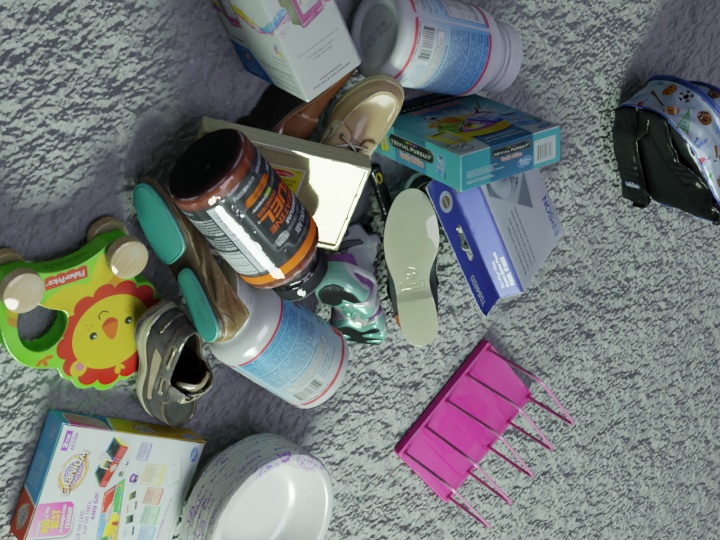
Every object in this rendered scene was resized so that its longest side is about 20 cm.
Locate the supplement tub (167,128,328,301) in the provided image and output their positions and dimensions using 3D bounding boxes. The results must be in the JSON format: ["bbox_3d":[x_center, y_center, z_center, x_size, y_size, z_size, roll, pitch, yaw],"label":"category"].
[{"bbox_3d":[-0.115,-0.054,1.582,0.107,0.107,0.200,-48,128,-10],"label":"supplement tub"}]

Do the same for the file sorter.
[{"bbox_3d":[0.177,0.231,1.989,0.200,0.125,0.139,-50,130,-9],"label":"file sorter"}]

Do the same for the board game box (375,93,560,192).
[{"bbox_3d":[0.118,-0.161,1.732,0.150,0.199,0.048,-18,119,-30],"label":"board game box"}]

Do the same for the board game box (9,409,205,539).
[{"bbox_3d":[-0.294,0.252,1.701,0.198,0.040,0.155,15,99,-40],"label":"board game box"}]

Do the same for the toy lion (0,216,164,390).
[{"bbox_3d":[-0.308,0.051,1.600,0.198,0.069,0.194,-19,127,-31],"label":"toy lion"}]

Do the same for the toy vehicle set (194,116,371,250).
[{"bbox_3d":[-0.099,-0.095,1.637,0.198,0.027,0.125,12,128,-18],"label":"toy vehicle set"}]

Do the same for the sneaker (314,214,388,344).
[{"bbox_3d":[0.000,0.000,1.798,0.201,0.077,0.142,73,24,-63],"label":"sneaker"}]

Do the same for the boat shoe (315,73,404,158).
[{"bbox_3d":[-0.016,-0.139,1.672,0.071,0.065,0.200,26,123,-24],"label":"boat shoe"}]

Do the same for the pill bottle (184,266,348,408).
[{"bbox_3d":[-0.112,0.077,1.721,0.200,0.108,0.109,37,86,-40],"label":"pill bottle"}]

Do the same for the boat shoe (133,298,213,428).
[{"bbox_3d":[-0.211,0.122,1.656,0.074,0.073,0.201,-40,149,-27],"label":"boat shoe"}]

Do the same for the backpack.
[{"bbox_3d":[0.445,-0.176,1.987,0.154,0.199,0.191,-49,123,-16],"label":"backpack"}]

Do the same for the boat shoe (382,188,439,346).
[{"bbox_3d":[0.066,-0.008,1.806,0.070,0.063,0.203,-6,107,2],"label":"boat shoe"}]

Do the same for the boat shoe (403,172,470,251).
[{"bbox_3d":[0.134,-0.064,1.875,0.199,0.060,0.074,35,86,-40],"label":"boat shoe"}]

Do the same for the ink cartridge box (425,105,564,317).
[{"bbox_3d":[0.177,-0.077,1.841,0.200,0.040,0.201,-50,123,-43],"label":"ink cartridge box"}]

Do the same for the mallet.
[{"bbox_3d":[0.053,-0.048,1.841,0.065,0.041,0.202,-25,118,-25],"label":"mallet"}]

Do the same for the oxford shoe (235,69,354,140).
[{"bbox_3d":[-0.076,-0.177,1.672,0.200,0.071,0.071,-43,132,-1],"label":"oxford shoe"}]

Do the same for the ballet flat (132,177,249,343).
[{"bbox_3d":[-0.181,-0.018,1.606,0.072,0.068,0.201,-25,84,-43],"label":"ballet flat"}]

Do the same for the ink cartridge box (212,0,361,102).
[{"bbox_3d":[-0.099,-0.299,1.549,0.084,0.144,0.201,-37,127,-17],"label":"ink cartridge box"}]

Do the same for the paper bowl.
[{"bbox_3d":[-0.137,0.296,1.785,0.199,0.104,0.203,-23,126,-36],"label":"paper bowl"}]

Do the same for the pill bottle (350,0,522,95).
[{"bbox_3d":[0.094,-0.267,1.721,0.198,0.108,0.110,5,106,-38],"label":"pill bottle"}]
